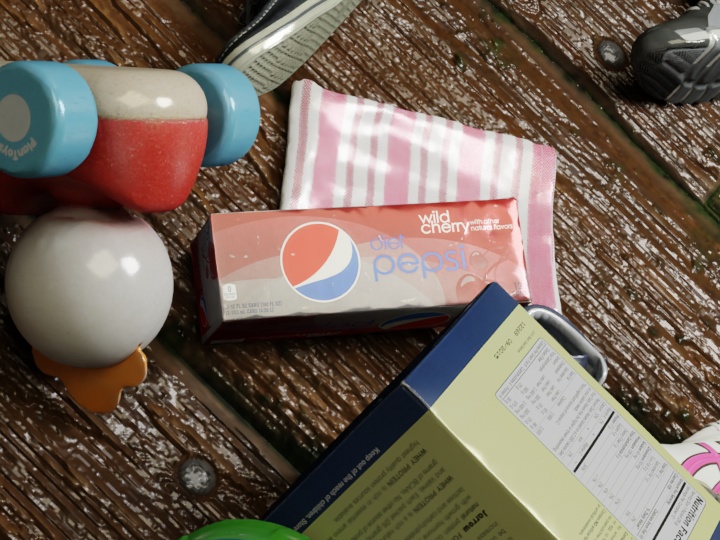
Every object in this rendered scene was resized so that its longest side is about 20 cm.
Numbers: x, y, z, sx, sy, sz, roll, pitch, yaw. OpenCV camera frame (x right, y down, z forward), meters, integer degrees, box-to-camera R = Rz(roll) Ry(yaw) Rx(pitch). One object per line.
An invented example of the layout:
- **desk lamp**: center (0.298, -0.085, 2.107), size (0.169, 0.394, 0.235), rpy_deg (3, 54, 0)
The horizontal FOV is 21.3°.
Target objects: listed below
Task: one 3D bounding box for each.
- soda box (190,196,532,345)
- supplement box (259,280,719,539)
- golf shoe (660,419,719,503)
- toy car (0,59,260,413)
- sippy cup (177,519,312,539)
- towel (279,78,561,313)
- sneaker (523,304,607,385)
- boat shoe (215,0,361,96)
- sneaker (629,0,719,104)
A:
- **soda box**: center (0.000, 0.000, 1.176), size (0.199, 0.063, 0.071), rpy_deg (-3, 75, -18)
- **supplement box**: center (0.063, 0.158, 1.044), size (0.200, 0.200, 0.134), rpy_deg (44, 35, 2)
- **golf shoe**: center (0.221, 0.136, 1.235), size (0.199, 0.073, 0.093), rpy_deg (19, 49, -31)
- **toy car**: center (-0.169, -0.019, 1.092), size (0.184, 0.176, 0.202), rpy_deg (-8, 102, -58)
- **sippy cup**: center (-0.071, 0.216, 0.972), size (0.140, 0.178, 0.130), rpy_deg (43, 31, 0)
- **towel**: center (0.042, -0.045, 1.269), size (0.199, 0.030, 0.147), rpy_deg (14, 57, -20)
- **sneaker**: center (0.109, 0.119, 1.162), size (0.070, 0.109, 0.201), rpy_deg (0, 63, -26)
- **boat shoe**: center (-0.047, -0.180, 1.275), size (0.062, 0.075, 0.200), rpy_deg (37, 48, 3)
- **sneaker**: center (0.260, -0.191, 1.443), size (0.199, 0.075, 0.116), rpy_deg (-2, 59, -39)
